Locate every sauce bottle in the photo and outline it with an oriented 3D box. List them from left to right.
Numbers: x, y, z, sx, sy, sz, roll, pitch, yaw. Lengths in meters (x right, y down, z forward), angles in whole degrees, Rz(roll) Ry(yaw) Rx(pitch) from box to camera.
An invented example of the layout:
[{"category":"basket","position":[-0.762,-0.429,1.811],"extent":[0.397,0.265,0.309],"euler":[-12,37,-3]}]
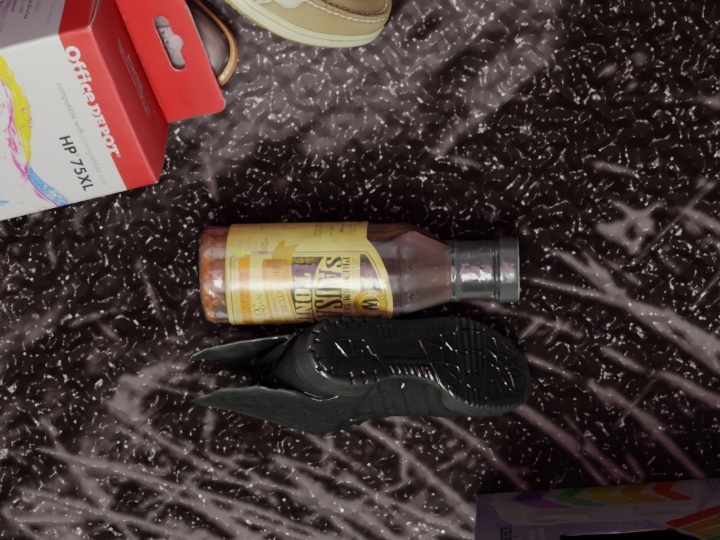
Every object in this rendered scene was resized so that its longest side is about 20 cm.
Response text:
[{"category":"sauce bottle","position":[0.000,0.000,1.089],"extent":[0.198,0.066,0.067],"euler":[-3,94,5]}]

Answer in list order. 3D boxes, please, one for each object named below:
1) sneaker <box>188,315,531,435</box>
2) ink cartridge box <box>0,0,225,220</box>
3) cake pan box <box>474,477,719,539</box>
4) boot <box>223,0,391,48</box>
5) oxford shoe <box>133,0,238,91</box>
[{"category":"sneaker","position":[0.001,0.067,1.094],"extent":[0.198,0.104,0.061],"euler":[9,66,-30]},{"category":"ink cartridge box","position":[-0.193,-0.103,1.058],"extent":[0.198,0.068,0.117],"euler":[-13,127,11]},{"category":"cake pan box","position":[0.156,0.171,1.024],"extent":[0.182,0.200,0.053],"euler":[-6,96,6]},{"category":"boot","position":[-0.031,-0.219,1.012],"extent":[0.199,0.073,0.155],"euler":[22,132,-31]},{"category":"oxford shoe","position":[-0.170,-0.167,1.083],"extent":[0.198,0.073,0.072],"euler":[26,94,1]}]
